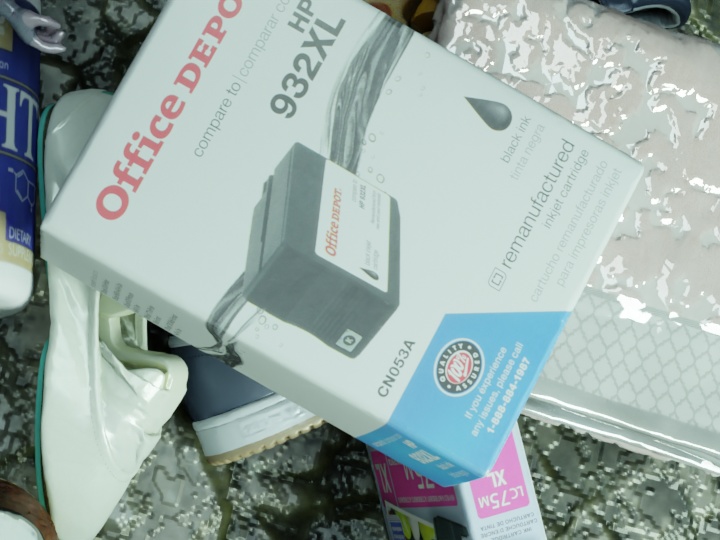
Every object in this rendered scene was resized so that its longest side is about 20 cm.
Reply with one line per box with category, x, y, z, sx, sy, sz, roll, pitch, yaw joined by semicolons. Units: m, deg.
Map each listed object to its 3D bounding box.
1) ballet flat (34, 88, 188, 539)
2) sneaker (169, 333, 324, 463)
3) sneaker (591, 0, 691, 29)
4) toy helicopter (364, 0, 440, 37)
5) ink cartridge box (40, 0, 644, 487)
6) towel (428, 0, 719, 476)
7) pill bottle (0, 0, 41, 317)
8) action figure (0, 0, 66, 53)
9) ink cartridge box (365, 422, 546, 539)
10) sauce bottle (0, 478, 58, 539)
ballet flat;-0.105;0.022;0.866;0.069;0.069;0.201;0;93;-14
sneaker;0.000;0.000;0.928;0.199;0.070;0.109;-25;92;-13
sneaker;0.083;-0.178;0.977;0.199;0.070;0.109;14;79;-16
toy helicopter;-0.008;-0.083;0.934;0.199;0.079;0.133;-9;61;1
ink cartridge box;-0.010;-0.025;0.810;0.199;0.084;0.146;29;80;-4
towel;0.109;-0.023;0.898;0.199;0.032;0.192;17;81;-16
pill bottle;-0.198;-0.084;0.866;0.119;0.120;0.201;2;80;-14
action figure;-0.119;-0.175;0.791;0.149;0.134;0.200;59;33;-6
ink cartridge box;0.058;0.164;0.906;0.042;0.119;0.201;-16;88;-18
sauce bottle;-0.155;0.114;0.815;0.066;0.200;0.066;2;82;-13
